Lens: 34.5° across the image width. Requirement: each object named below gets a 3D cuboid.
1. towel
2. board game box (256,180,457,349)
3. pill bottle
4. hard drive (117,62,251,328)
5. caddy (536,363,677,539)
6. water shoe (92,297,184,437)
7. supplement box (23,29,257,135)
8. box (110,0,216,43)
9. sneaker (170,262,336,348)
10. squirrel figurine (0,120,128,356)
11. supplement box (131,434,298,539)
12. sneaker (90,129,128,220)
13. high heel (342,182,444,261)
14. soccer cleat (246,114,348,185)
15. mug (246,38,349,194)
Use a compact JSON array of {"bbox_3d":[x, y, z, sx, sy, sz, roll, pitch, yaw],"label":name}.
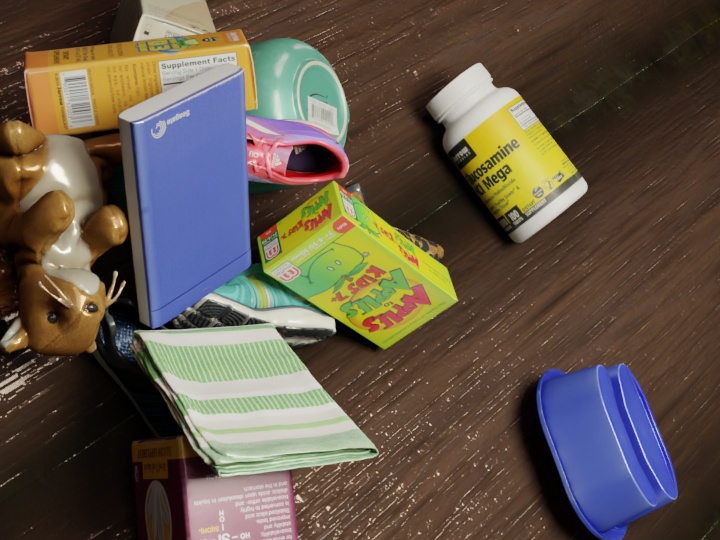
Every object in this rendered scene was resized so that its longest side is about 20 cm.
[{"bbox_3d":[-0.095,0.102,0.978,0.151,0.024,0.200,-1,27,-32],"label":"towel"},{"bbox_3d":[0.000,0.000,1.170,0.200,0.101,0.048,35,28,-43],"label":"board game box"},{"bbox_3d":[0.171,-0.143,1.392,0.112,0.112,0.201,-36,87,-38],"label":"pill bottle"},{"bbox_3d":[-0.148,-0.064,1.013,0.025,0.202,0.132,24,40,29],"label":"hard drive"},{"bbox_3d":[0.263,0.197,1.287,0.141,0.104,0.202,5,62,-54],"label":"caddy"},{"bbox_3d":[-0.173,0.109,1.068,0.200,0.079,0.072,44,63,-8],"label":"water shoe"},{"bbox_3d":[-0.195,-0.168,1.034,0.198,0.070,0.067,-7,26,-12],"label":"supplement box"},{"bbox_3d":[-0.199,-0.230,1.156,0.077,0.096,0.201,15,25,-20],"label":"box"},{"bbox_3d":[-0.112,0.030,1.156,0.199,0.077,0.080,10,60,-43],"label":"sneaker"},{"bbox_3d":[-0.282,-0.014,1.013,0.141,0.199,0.189,1,77,-53],"label":"squirrel figurine"},{"bbox_3d":[-0.122,0.237,0.985,0.102,0.131,0.202,-2,81,-31],"label":"supplement box"},{"bbox_3d":[-0.203,-0.103,1.164,0.200,0.083,0.122,-62,147,-66],"label":"sneaker"},{"bbox_3d":[0.032,-0.042,1.233,0.198,0.143,0.072,-3,57,-32],"label":"high heel"},{"bbox_3d":[-0.105,-0.113,1.086,0.198,0.073,0.069,1,109,-28],"label":"soccer cleat"},{"bbox_3d":[-0.077,-0.172,1.219,0.153,0.113,0.186,61,40,-27],"label":"mug"}]
